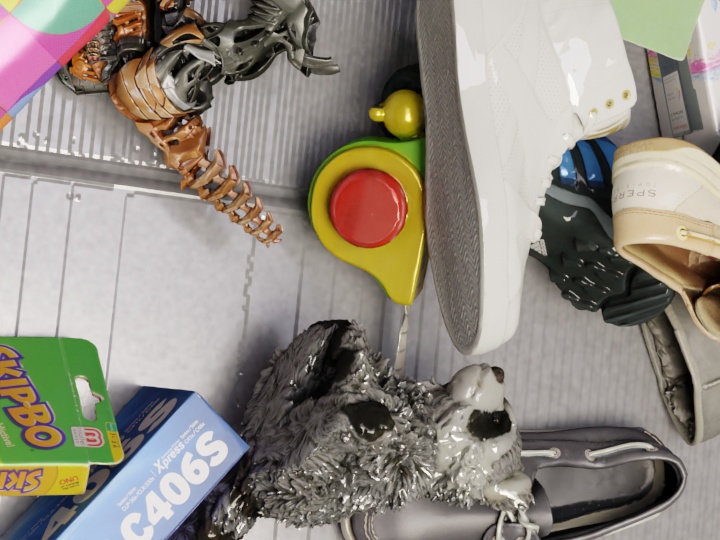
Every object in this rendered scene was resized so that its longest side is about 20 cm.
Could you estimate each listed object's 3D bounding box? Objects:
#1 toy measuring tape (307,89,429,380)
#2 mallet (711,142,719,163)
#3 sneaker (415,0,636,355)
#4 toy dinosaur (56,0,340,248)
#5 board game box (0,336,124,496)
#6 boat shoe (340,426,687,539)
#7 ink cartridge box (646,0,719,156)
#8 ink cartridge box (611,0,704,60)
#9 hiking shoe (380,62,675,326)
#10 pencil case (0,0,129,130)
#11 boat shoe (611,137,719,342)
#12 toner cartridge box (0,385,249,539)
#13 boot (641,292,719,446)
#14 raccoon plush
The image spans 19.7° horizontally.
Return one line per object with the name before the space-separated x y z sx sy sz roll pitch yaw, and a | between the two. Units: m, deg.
toy measuring tape | 0.000 0.000 1.117 0.073 0.074 0.202 5 103 -22
mallet | 0.265 -0.006 1.165 0.066 0.041 0.200 -48 110 -12
sneaker | 0.094 -0.059 1.069 0.115 0.074 0.202 -2 90 -24
toy dinosaur | -0.088 -0.113 1.076 0.135 0.102 0.201 -26 113 3
board game box | -0.219 0.070 1.004 0.198 0.096 0.030 -1 129 -18
boat shoe | 0.088 0.122 1.142 0.199 0.063 0.073 -7 94 -21
ink cartridge box | 0.234 -0.116 1.205 0.116 0.067 0.202 -12 93 -21
ink cartridge box | 0.108 -0.217 1.131 0.199 0.048 0.146 20 80 6
hiking shoe | 0.097 -0.053 1.159 0.200 0.074 0.087 39 45 -9
pencil case | -0.201 -0.101 1.001 0.088 0.088 0.200 43 86 -15
boat shoe | 0.201 0.005 1.112 0.199 0.074 0.070 32 61 -30
toner cartridge box | -0.149 0.144 1.029 0.043 0.095 0.200 47 73 -13
boot | 0.275 0.056 1.217 0.199 0.072 0.183 -25 91 -25
raccoon plush | -0.006 0.111 1.090 0.134 0.200 0.097 35 32 -31
